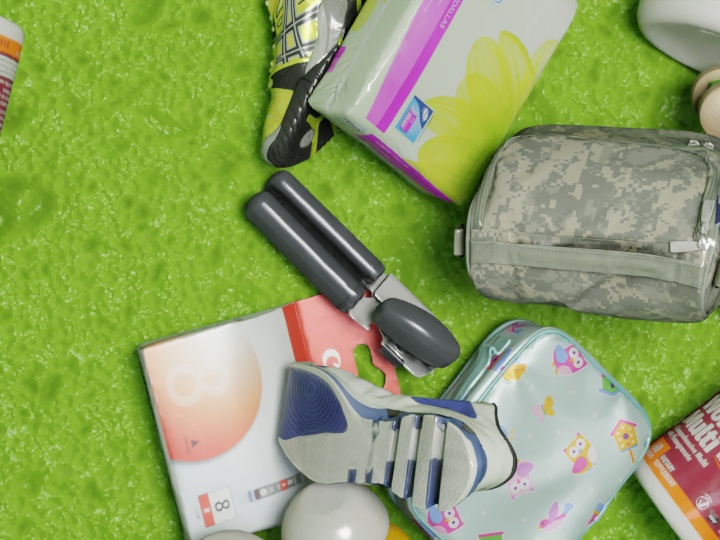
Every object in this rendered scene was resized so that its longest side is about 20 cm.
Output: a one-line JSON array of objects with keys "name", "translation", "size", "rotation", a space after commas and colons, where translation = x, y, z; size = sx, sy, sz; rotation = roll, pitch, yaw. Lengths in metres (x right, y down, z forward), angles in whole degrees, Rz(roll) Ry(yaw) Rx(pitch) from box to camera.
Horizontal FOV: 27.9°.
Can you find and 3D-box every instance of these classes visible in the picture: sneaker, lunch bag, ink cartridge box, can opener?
[{"name": "sneaker", "translation": [-0.039, -0.178, 1.130], "size": [0.076, 0.075, 0.202], "rotation": [22, 94, 22]}, {"name": "lunch bag", "translation": [0.184, -0.029, 1.086], "size": [0.198, 0.168, 0.141], "rotation": [6, 109, 18]}, {"name": "ink cartridge box", "translation": [-0.060, 0.111, 1.134], "size": [0.198, 0.050, 0.164], "rotation": [-15, 95, -10]}, {"name": "lunch bag", "translation": [0.125, 0.144, 1.163], "size": [0.160, 0.077, 0.200], "rotation": [42, 82, -14]}, {"name": "can opener", "translation": [0.000, 0.000, 1.123], "size": [0.200, 0.067, 0.053], "rotation": [45, 60, -5]}, {"name": "sneaker", "translation": [0.038, 0.128, 1.076], "size": [0.115, 0.198, 0.081], "rotation": [8, 96, -47]}]

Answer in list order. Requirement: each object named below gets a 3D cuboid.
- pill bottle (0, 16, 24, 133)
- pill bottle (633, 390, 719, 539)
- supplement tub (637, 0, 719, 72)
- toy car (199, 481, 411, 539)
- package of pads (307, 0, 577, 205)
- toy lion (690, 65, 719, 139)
[{"name": "pill bottle", "translation": [-0.317, -0.090, 1.031], "size": [0.113, 0.114, 0.202], "rotation": [14, 88, -14]}, {"name": "pill bottle", "translation": [0.327, 0.140, 1.175], "size": [0.199, 0.110, 0.110], "rotation": [-38, 100, 6]}, {"name": "supplement tub", "translation": [0.321, -0.265, 1.167], "size": [0.144, 0.145, 0.202], "rotation": [23, 86, -13]}, {"name": "toy car", "translation": [-0.032, 0.270, 1.073], "size": [0.198, 0.150, 0.176], "rotation": [-24, 123, -12]}, {"name": "package of pads", "translation": [0.070, -0.169, 1.121], "size": [0.154, 0.068, 0.201], "rotation": [35, 83, -40]}, {"name": "toy lion", "translation": [0.340, -0.046, 1.177], "size": [0.190, 0.069, 0.202], "rotation": [13, 112, 0]}]
